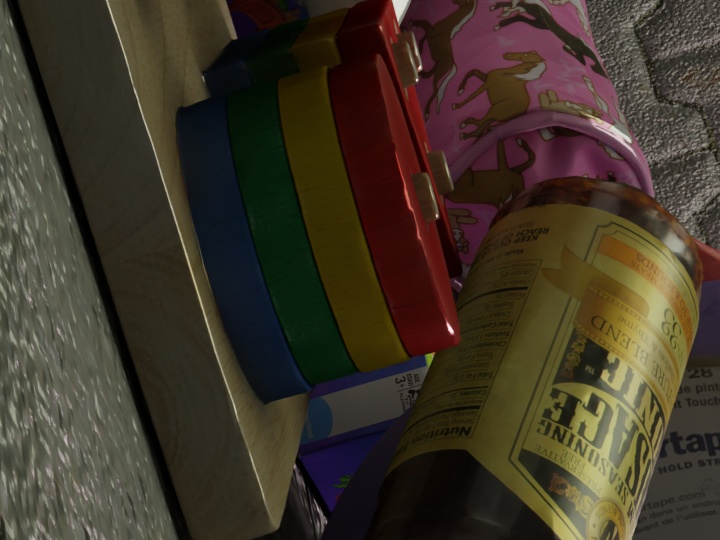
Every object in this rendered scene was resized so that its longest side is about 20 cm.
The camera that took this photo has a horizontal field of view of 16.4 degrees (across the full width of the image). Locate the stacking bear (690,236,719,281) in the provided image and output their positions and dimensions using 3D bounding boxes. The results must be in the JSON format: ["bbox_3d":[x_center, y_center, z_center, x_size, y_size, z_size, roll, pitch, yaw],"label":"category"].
[{"bbox_3d":[0.089,0.086,0.891,0.201,0.113,0.121,-63,-166,4],"label":"stacking bear"}]

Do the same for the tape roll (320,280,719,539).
[{"bbox_3d":[0.091,0.100,0.659,0.201,0.199,0.085,-99,172,-50],"label":"tape roll"}]

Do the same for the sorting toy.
[{"bbox_3d":[-0.026,-0.061,0.605,0.200,0.069,0.200,-80,154,-78],"label":"sorting toy"}]

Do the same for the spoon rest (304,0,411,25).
[{"bbox_3d":[0.016,-0.133,0.720,0.200,0.060,0.100,91,20,-56],"label":"spoon rest"}]

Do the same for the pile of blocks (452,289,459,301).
[{"bbox_3d":[0.022,0.004,0.996,0.200,0.062,0.082,93,-26,-81],"label":"pile of blocks"}]

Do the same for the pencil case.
[{"bbox_3d":[0.046,-0.076,0.866,0.086,0.083,0.201,33,29,-31],"label":"pencil case"}]

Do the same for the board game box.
[{"bbox_3d":[0.000,0.000,0.828,0.135,0.045,0.201,66,10,-57],"label":"board game box"}]

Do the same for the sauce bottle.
[{"bbox_3d":[0.035,0.063,0.611,0.066,0.066,0.201,69,32,-41],"label":"sauce bottle"}]
